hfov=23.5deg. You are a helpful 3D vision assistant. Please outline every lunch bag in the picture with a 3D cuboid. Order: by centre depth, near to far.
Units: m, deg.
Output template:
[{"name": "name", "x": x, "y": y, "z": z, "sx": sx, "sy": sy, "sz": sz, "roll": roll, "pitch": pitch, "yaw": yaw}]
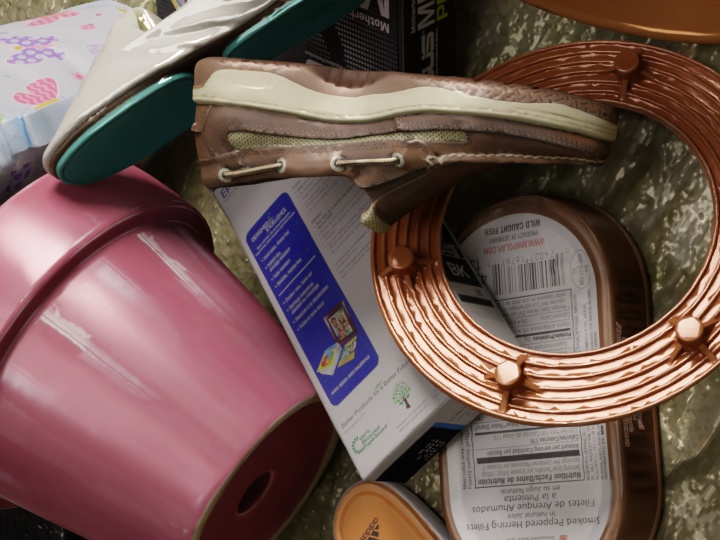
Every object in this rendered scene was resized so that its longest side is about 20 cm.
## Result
[{"name": "lunch bag", "x": -0.210, "y": -0.078, "z": 1.007, "sx": 0.200, "sy": 0.170, "sz": 0.127, "roll": -9, "pitch": 108, "yaw": 39}]

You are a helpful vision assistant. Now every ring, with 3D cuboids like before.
[{"name": "ring", "x": 0.098, "y": -0.024, "z": 0.804, "sx": 0.200, "sy": 0.019, "sz": 0.201, "roll": -8, "pitch": 63, "yaw": 16}]

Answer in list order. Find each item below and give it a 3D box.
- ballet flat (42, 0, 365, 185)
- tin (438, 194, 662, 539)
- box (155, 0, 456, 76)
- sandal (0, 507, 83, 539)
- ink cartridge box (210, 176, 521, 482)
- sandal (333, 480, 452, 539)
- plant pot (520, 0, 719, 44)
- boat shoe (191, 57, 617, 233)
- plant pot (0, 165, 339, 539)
[{"name": "ballet flat", "x": -0.083, "y": -0.118, "z": 0.871, "sx": 0.200, "sy": 0.069, "sz": 0.069, "roll": -33, "pitch": 65, "yaw": 15}, {"name": "tin", "x": 0.087, "y": 0.061, "z": 0.848, "sx": 0.112, "sy": 0.042, "sz": 0.200, "roll": -11, "pitch": 78, "yaw": 42}, {"name": "box", "x": -0.036, "y": -0.182, "z": 0.918, "sx": 0.200, "sy": 0.044, "sz": 0.160, "roll": 29, "pitch": 134, "yaw": 36}, {"name": "sandal", "x": -0.178, "y": 0.178, "z": 1.053, "sx": 0.075, "sy": 0.045, "sz": 0.200, "roll": -22, "pitch": 86, "yaw": 41}, {"name": "ink cartridge box", "x": 0.000, "y": 0.000, "z": 0.882, "sx": 0.099, "sy": 0.039, "sz": 0.200, "roll": -46, "pitch": 56, "yaw": 27}, {"name": "sandal", "x": 0.038, "y": 0.184, "z": 0.858, "sx": 0.207, "sy": 0.059, "sz": 0.079, "roll": 42, "pitch": 111, "yaw": 34}, {"name": "plant pot", "x": 0.131, "y": -0.206, "z": 0.754, "sx": 0.200, "sy": 0.200, "sz": 0.140, "roll": 3, "pitch": 71, "yaw": 39}, {"name": "boat shoe", "x": 0.018, "y": -0.054, "z": 0.808, "sx": 0.202, "sy": 0.075, "sz": 0.075, "roll": 7, "pitch": 95, "yaw": 20}, {"name": "plant pot", "x": -0.116, "y": 0.068, "z": 0.927, "sx": 0.179, "sy": 0.200, "sz": 0.200, "roll": 34, "pitch": 107, "yaw": 20}]
